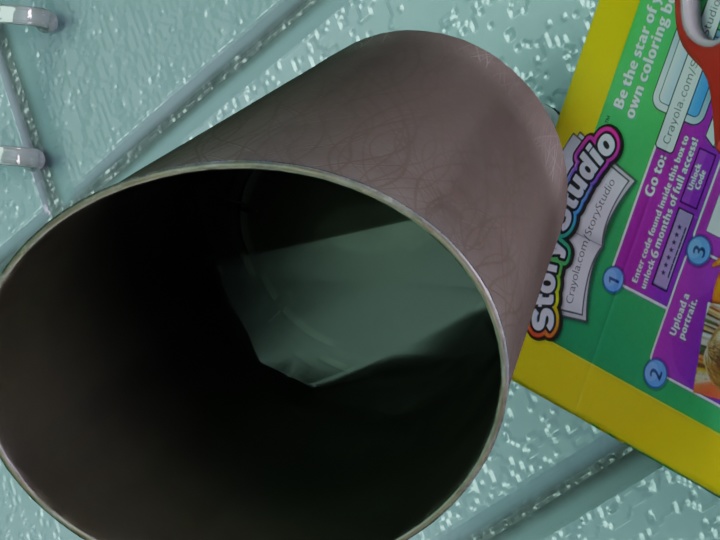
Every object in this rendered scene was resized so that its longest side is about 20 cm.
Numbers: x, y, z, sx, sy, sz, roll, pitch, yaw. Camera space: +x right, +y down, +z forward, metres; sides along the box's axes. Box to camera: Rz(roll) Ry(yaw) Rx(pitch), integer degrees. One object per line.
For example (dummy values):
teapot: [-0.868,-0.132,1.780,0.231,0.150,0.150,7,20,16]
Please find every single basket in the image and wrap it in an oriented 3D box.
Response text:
basket: [-0.007,-0.002,0.863,0.179,0.200,0.137,-12,106,24]

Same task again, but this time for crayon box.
crayon box: [0.147,-0.025,0.915,0.172,0.058,0.201,30,106,41]

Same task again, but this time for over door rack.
over door rack: [-0.235,-0.127,1.253,0.199,0.067,0.149,4,90,22]

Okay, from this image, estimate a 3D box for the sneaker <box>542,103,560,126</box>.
sneaker: [0.000,0.000,1.028,0.200,0.087,0.075,-47,59,30]

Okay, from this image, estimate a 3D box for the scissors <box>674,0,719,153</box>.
scissors: [0.130,-0.039,0.885,0.073,0.014,0.201,13,95,40]
